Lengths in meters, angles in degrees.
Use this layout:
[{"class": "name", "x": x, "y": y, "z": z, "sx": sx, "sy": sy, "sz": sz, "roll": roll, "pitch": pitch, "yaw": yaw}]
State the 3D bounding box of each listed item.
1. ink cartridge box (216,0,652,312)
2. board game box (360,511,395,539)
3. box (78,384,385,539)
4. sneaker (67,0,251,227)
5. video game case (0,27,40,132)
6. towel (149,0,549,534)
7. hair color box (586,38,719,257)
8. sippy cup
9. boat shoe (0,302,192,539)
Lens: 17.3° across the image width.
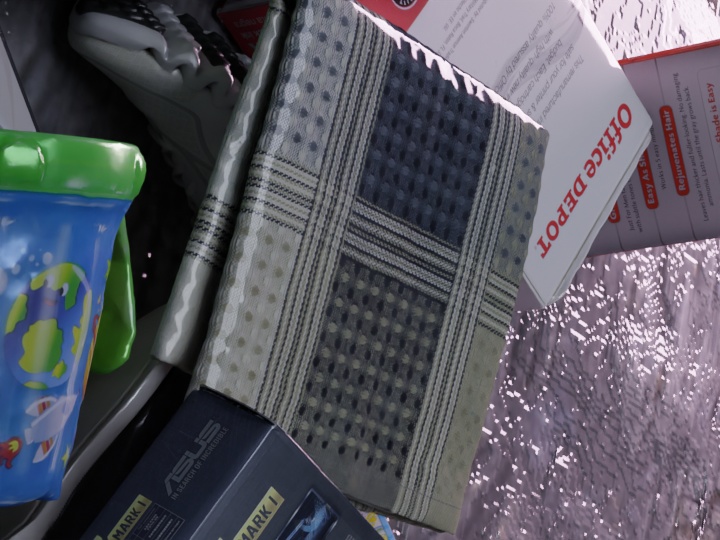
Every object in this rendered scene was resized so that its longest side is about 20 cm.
[{"class": "ink cartridge box", "x": 0.041, "y": -0.096, "z": 1.142, "sx": 0.200, "sy": 0.083, "sz": 0.147, "roll": 56, "pitch": 47, "yaw": -27}, {"class": "board game box", "x": -0.049, "y": 0.169, "z": 1.028, "sx": 0.200, "sy": 0.034, "sz": 0.135, "roll": -41, "pitch": 114, "yaw": -45}, {"class": "box", "x": -0.067, "y": 0.167, "z": 0.901, "sx": 0.200, "sy": 0.051, "sz": 0.158, "roll": -54, "pitch": 136, "yaw": -14}, {"class": "sneaker", "x": -0.053, "y": -0.046, "z": 1.035, "sx": 0.200, "sy": 0.075, "sz": 0.081, "roll": 36, "pitch": 101, "yaw": -25}, {"class": "video game case", "x": -0.199, "y": -0.054, "z": 0.895, "sx": 0.181, "sy": 0.025, "sz": 0.200, "roll": -33, "pitch": 109, "yaw": -47}, {"class": "towel", "x": 0.000, "y": 0.000, "z": 0.992, "sx": 0.193, "sy": 0.035, "sz": 0.200, "roll": 27, "pitch": 74, "yaw": -50}, {"class": "hair color box", "x": 0.188, "y": -0.070, "z": 1.221, "sx": 0.061, "sy": 0.200, "sz": 0.102, "roll": -20, "pitch": 100, "yaw": -50}, {"class": "sippy cup", "x": -0.149, "y": 0.015, "z": 0.834, "sx": 0.178, "sy": 0.140, "sz": 0.130, "roll": 3, "pitch": 92, "yaw": -25}, {"class": "boat shoe", "x": -0.107, "y": 0.096, "z": 0.935, "sx": 0.060, "sy": 0.074, "sz": 0.200, "roll": 46, "pitch": 54, "yaw": -19}]
